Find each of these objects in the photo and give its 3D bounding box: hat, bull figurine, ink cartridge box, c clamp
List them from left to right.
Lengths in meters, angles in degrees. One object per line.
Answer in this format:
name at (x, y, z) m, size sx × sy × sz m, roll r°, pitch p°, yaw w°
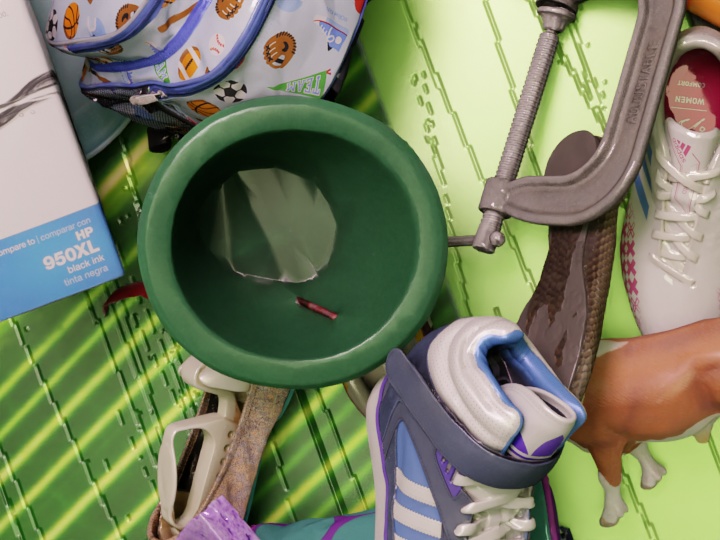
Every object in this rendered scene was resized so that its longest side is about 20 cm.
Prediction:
ink cartridge box at (-0.215, -0.089, 1.044) m, size 0.084 × 0.145 × 0.201 m, roll -20°, pitch 106°, yaw -7°
hat at (-0.055, -0.026, 1.065) m, size 0.199 × 0.176 × 0.167 m, roll 8°, pitch 97°, yaw -5°
c clamp at (0.115, -0.100, 1.056) m, size 0.027 × 0.171 × 0.201 m, roll 27°, pitch 81°, yaw -34°
bull figurine at (0.171, 0.081, 1.048) m, size 0.199 × 0.065 × 0.122 m, roll -14°, pitch 111°, yaw 32°

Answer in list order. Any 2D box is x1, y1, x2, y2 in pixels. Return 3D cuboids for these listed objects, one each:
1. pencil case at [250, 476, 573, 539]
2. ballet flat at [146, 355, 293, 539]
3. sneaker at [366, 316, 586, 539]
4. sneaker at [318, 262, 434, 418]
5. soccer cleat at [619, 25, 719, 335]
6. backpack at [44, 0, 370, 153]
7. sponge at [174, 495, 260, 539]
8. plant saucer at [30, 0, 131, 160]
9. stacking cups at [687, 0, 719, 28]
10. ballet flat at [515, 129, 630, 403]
pencil case at (0.028, 0.176, 1.079) m, size 0.199 × 0.085 × 0.093 m, roll -14°, pitch 51°, yaw 10°
ballet flat at (-0.086, 0.090, 1.099) m, size 0.067 × 0.068 × 0.201 m, roll 14°, pitch 92°, yaw -33°
sneaker at (0.070, 0.125, 0.954) m, size 0.080 × 0.146 × 0.201 m, roll -3°, pitch 72°, yaw -30°
sneaker at (0.000, 0.000, 1.079) m, size 0.075 × 0.090 × 0.201 m, roll -23°, pitch 88°, yaw 8°
soccer cleat at (0.191, -0.046, 1.049) m, size 0.069 × 0.086 × 0.201 m, roll 3°, pitch 91°, yaw 10°
backpack at (-0.081, -0.172, 1.030) m, size 0.190 × 0.154 × 0.201 m, roll 9°, pitch 85°, yaw 44°
sponge at (-0.098, 0.233, 1.077) m, size 0.112 × 0.030 × 0.200 m, roll 46°, pitch 130°, yaw 8°
plant saucer at (-0.228, -0.157, 1.120) m, size 0.199 × 0.036 × 0.201 m, roll -2°, pitch 103°, yaw -11°
stacking cups at (0.255, -0.146, 1.051) m, size 0.199 × 0.060 × 0.061 m, roll 28°, pitch 95°, yaw 9°
ballet flat at (0.126, 0.012, 1.030) m, size 0.067 × 0.046 × 0.201 m, roll -17°, pitch 54°, yaw 46°
